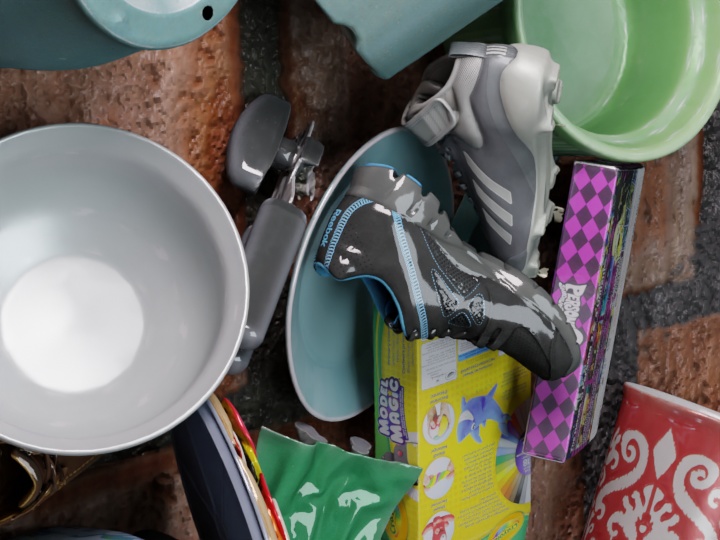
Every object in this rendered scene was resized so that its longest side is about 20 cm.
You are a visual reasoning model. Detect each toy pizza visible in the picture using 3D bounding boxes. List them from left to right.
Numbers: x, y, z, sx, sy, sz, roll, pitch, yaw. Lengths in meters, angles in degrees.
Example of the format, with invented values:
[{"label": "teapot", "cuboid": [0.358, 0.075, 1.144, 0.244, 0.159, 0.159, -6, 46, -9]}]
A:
[{"label": "toy pizza", "cuboid": [-0.070, 0.153, 1.621, 0.032, 0.200, 0.201, -18, 114, -14]}]

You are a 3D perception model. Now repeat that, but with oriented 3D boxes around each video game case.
[{"label": "video game case", "cuboid": [0.156, 0.023, 1.858, 0.181, 0.036, 0.201, -17, 118, -78]}]

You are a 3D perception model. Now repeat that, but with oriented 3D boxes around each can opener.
[{"label": "can opener", "cuboid": [-0.066, -0.022, 1.666, 0.066, 0.053, 0.201, 22, 47, -9]}]

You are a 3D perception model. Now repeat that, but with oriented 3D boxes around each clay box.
[{"label": "clay box", "cuboid": [0.063, 0.108, 1.806, 0.115, 0.047, 0.201, -18, 116, -42]}]

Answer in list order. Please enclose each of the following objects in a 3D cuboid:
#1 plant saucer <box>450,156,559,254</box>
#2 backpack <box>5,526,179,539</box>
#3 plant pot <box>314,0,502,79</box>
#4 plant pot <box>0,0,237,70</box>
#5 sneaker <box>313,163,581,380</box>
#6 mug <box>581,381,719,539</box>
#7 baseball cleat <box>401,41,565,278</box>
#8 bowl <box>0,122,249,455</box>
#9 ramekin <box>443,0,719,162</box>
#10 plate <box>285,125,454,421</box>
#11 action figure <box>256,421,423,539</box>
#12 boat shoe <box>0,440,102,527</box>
[{"label": "plant saucer", "cuboid": [0.090, -0.030, 1.848, 0.070, 0.019, 0.201, 45, 66, -51]}, {"label": "backpack", "cuboid": [-0.186, 0.219, 1.606, 0.199, 0.163, 0.155, -27, 109, -26]}, {"label": "plant pot", "cuboid": [0.043, -0.234, 1.641, 0.196, 0.200, 0.200, -38, 127, 5]}, {"label": "plant pot", "cuboid": [-0.161, -0.202, 1.491, 0.199, 0.187, 0.202, -11, 107, -39]}, {"label": "sneaker", "cuboid": [0.054, 0.018, 1.711, 0.200, 0.073, 0.082, 38, 77, -20]}, {"label": "mug", "cuboid": [0.239, 0.203, 1.979, 0.177, 0.133, 0.201, 19, 91, -40]}, {"label": "baseball cleat", "cuboid": [0.079, -0.074, 1.727, 0.201, 0.106, 0.070, 92, 12, -44]}, {"label": "bowl", "cuboid": [-0.168, 0.021, 1.578, 0.200, 0.090, 0.203, 2, 73, -7]}, {"label": "ramekin", "cuboid": [0.148, -0.170, 1.805, 0.199, 0.097, 0.202, 2, 87, -38]}, {"label": "plate", "cuboid": [0.000, 0.000, 1.760, 0.200, 0.025, 0.201, -38, 138, -45]}, {"label": "action figure", "cuboid": [-0.050, 0.201, 1.762, 0.117, 0.055, 0.201, 18, 103, -19]}, {"label": "boat shoe", "cuboid": [-0.206, 0.117, 1.609, 0.199, 0.067, 0.072, -29, 118, -33]}]
